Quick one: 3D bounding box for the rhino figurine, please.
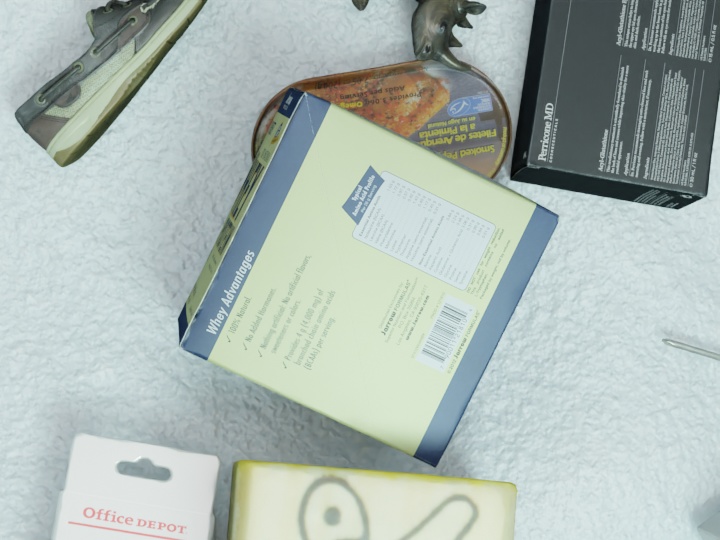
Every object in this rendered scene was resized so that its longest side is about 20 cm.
[{"bbox_3d":[0.031,-0.237,1.407,0.087,0.060,0.200,-28,81,-23],"label":"rhino figurine"}]

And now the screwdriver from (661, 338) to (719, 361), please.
[{"bbox_3d":[0.327,0.082,1.418,0.199,0.029,0.028,18,82,-9],"label":"screwdriver"}]

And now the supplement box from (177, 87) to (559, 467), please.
[{"bbox_3d":[0.000,0.000,1.321,0.199,0.134,0.200,26,93,-8],"label":"supplement box"}]

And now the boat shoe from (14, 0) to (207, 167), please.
[{"bbox_3d":[-0.180,-0.171,1.382,0.066,0.072,0.201,39,86,-5],"label":"boat shoe"}]

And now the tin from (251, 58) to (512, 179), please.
[{"bbox_3d":[0.015,-0.096,1.410,0.199,0.042,0.112,-10,81,-6],"label":"tin"}]

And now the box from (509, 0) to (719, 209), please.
[{"bbox_3d":[0.200,-0.159,1.414,0.141,0.079,0.201,10,83,-7],"label":"box"}]

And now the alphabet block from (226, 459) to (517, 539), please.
[{"bbox_3d":[-0.003,0.239,1.290,0.195,0.196,0.201,6,83,-6],"label":"alphabet block"}]

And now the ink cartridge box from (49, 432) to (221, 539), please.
[{"bbox_3d":[-0.170,0.224,1.340,0.117,0.067,0.201,10,84,-4],"label":"ink cartridge box"}]

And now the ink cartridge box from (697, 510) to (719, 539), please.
[{"bbox_3d":[0.382,0.201,1.343,0.200,0.147,0.146,-35,100,-8],"label":"ink cartridge box"}]
